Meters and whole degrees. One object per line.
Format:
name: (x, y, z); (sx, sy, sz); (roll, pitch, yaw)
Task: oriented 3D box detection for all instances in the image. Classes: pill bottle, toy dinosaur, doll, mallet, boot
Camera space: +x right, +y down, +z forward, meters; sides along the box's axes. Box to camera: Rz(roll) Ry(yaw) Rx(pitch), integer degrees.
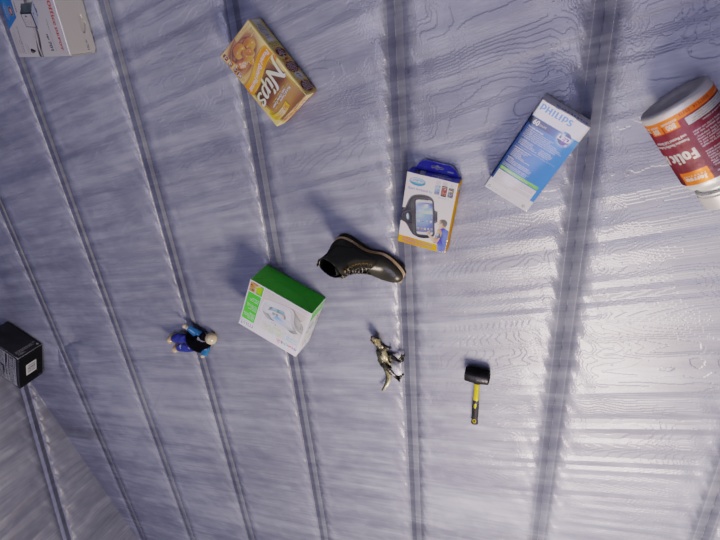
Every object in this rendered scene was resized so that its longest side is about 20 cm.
pill bottle: (0.580, -0.210, 0.873); (0.114, 0.114, 0.200); (-33, 99, 36)
toy dinosaur: (0.080, 0.261, 1.433); (0.088, 0.047, 0.200); (9, 123, 39)
doll: (-0.562, 0.234, 1.732); (0.200, 0.048, 0.137); (-8, 114, 30)
mallet: (0.298, 0.334, 1.375); (0.066, 0.041, 0.200); (15, 127, 17)
boot: (0.000, 0.000, 1.265); (0.200, 0.138, 0.078); (25, 126, 11)

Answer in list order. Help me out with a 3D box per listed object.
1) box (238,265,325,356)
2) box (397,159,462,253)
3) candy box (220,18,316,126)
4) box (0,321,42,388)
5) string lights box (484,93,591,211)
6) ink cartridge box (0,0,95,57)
box: (-0.224, 0.113, 1.469); (0.200, 0.097, 0.177); (29, 124, 7)
box: (0.156, -0.145, 1.167); (0.119, 0.041, 0.200); (16, 125, 17)
candy box: (-0.207, -0.444, 1.165); (0.115, 0.055, 0.200); (-33, 99, 36)
box: (-1.486, 0.360, 2.214); (0.198, 0.123, 0.200); (29, 124, 7)
string lights box: (0.344, -0.227, 1.014); (0.103, 0.059, 0.200); (34, 127, 5)
ink cartridge box: (-0.807, -0.634, 1.336); (0.200, 0.086, 0.147); (9, 121, 23)
